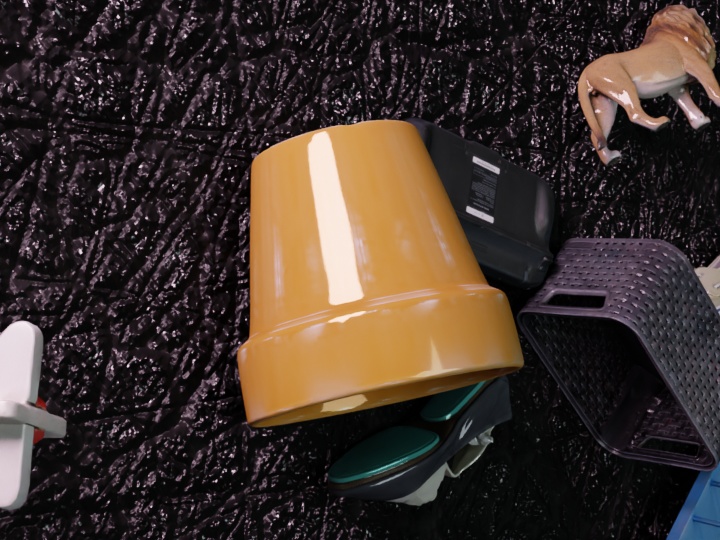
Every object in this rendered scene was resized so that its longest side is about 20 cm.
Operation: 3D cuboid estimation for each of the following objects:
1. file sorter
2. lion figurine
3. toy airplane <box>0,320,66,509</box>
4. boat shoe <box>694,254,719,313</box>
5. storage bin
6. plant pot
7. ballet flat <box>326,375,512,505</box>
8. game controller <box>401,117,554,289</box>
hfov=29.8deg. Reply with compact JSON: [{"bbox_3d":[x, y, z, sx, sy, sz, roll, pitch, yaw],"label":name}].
[{"bbox_3d":[0.374,0.290,1.301,0.200,0.122,0.140,-52,136,-35],"label":"file sorter"},{"bbox_3d":[0.262,-0.180,1.248,0.199,0.073,0.123,-19,70,-33],"label":"lion figurine"},{"bbox_3d":[-0.262,0.081,0.754,0.200,0.141,0.199,-41,85,-17],"label":"toy airplane"},{"bbox_3d":[0.343,0.029,1.342,0.199,0.072,0.062,-29,85,-41],"label":"boat shoe"},{"bbox_3d":[0.248,0.074,1.202,0.094,0.135,0.201,-52,122,-26],"label":"storage bin"},{"bbox_3d":[0.000,0.000,0.962,0.199,0.199,0.185,-4,78,-41],"label":"plant pot"},{"bbox_3d":[0.056,0.145,1.083,0.199,0.073,0.074,-34,113,-38],"label":"ballet flat"},{"bbox_3d":[0.094,-0.054,1.136,0.199,0.042,0.105,21,64,-40],"label":"game controller"}]
